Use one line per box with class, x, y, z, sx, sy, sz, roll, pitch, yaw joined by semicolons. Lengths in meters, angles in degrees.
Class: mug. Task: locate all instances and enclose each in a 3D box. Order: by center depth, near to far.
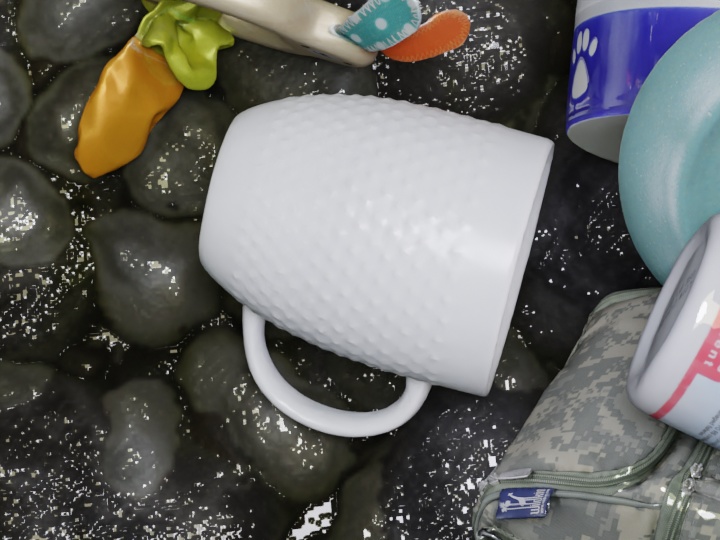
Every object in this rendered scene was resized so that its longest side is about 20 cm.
mug;0.000;0.000;1.461;0.174;0.148;0.201;15;113;6

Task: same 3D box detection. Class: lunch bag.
lunch bag;0.167;0.107;1.404;0.167;0.140;0.200;18;43;18

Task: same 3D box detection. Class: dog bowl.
dog bowl;0.213;-0.101;1.433;0.199;0.200;0.079;8;82;3

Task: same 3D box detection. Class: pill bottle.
pill bottle;0.240;0.059;1.283;0.199;0.109;0.109;25;82;-2

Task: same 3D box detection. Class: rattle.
rattle;-0.055;-0.105;1.468;0.199;0.130;0.143;21;72;15

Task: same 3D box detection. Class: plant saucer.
plant saucer;0.232;-0.046;1.326;0.199;0.036;0.201;0;116;0
